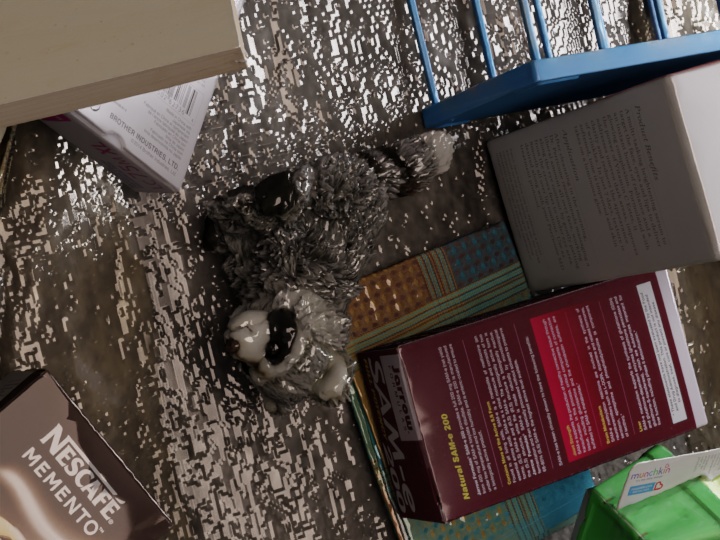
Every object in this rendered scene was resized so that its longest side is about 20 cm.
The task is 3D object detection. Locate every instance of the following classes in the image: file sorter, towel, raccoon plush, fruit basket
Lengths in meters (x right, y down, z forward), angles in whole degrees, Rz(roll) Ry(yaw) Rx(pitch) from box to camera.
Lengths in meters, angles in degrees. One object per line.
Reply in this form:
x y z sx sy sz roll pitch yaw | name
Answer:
0.144 -0.174 0.991 0.200 0.139 0.123 -12 89 -26 | file sorter
0.064 0.085 1.002 0.146 0.022 0.200 -22 94 -26 | towel
0.000 0.000 0.925 0.200 0.097 0.134 -20 89 -24 | raccoon plush
0.220 0.176 1.017 0.200 0.094 0.186 -13 127 -36 | fruit basket

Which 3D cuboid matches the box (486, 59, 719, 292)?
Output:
0.200 -0.065 0.973 0.152 0.200 0.107 -17 91 -27 | box

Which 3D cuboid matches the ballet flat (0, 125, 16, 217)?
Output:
-0.202 -0.113 0.855 0.068 0.075 0.201 9 83 -22 | ballet flat

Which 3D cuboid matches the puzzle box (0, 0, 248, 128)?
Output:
-0.164 -0.140 0.804 0.199 0.025 0.133 -12 68 1 | puzzle box

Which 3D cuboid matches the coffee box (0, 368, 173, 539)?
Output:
-0.214 0.157 0.831 0.200 0.080 0.113 -43 104 -21 | coffee box

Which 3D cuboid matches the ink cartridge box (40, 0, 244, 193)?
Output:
-0.117 -0.158 0.884 0.119 0.042 0.200 40 63 -50 | ink cartridge box

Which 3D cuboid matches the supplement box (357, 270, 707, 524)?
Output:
0.108 0.073 0.979 0.200 0.061 0.109 -15 91 -27 | supplement box
